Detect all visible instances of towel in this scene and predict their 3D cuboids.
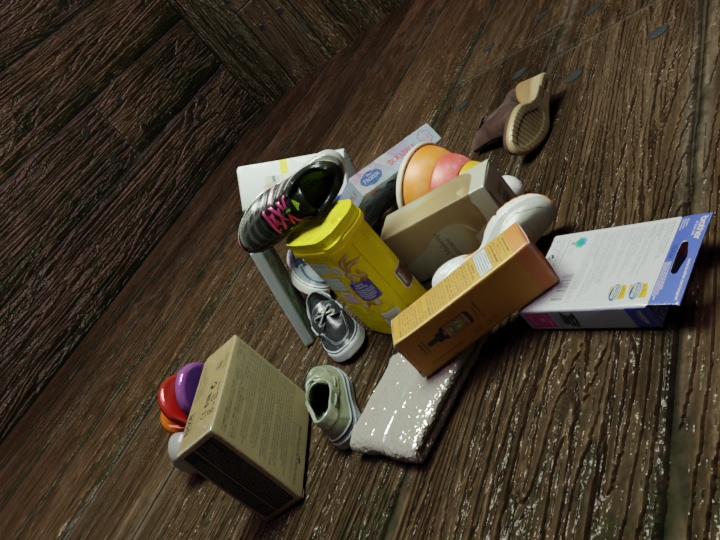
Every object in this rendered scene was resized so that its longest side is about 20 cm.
[{"bbox_3d":[0.073,0.144,0.831,0.132,0.034,0.201,-12,40,54],"label":"towel"}]

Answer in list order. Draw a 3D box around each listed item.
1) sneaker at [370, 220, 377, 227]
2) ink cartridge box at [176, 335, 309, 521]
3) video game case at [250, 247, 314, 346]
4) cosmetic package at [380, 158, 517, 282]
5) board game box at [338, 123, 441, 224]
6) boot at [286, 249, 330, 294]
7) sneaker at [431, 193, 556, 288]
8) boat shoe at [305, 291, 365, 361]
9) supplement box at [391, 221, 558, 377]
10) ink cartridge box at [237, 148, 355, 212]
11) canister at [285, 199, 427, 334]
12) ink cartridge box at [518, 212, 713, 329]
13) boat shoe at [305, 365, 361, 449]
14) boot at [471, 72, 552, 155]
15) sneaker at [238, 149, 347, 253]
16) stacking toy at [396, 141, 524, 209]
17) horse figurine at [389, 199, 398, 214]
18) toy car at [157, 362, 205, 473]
[{"bbox_3d":[-0.039,-0.097,1.318,0.083,0.121,0.202,-18,35,47],"label":"sneaker"},{"bbox_3d":[-0.152,0.214,0.926,0.075,0.165,0.201,-37,23,19],"label":"ink cartridge box"},{"bbox_3d":[-0.146,0.016,1.210,0.022,0.202,0.182,-28,23,1],"label":"video game case"},{"bbox_3d":[0.134,-0.067,0.997,0.198,0.105,0.072,-29,27,37],"label":"cosmetic package"},{"bbox_3d":[0.033,-0.143,1.176,0.199,0.041,0.200,-39,-9,-30],"label":"board game box"},{"bbox_3d":[-0.099,-0.029,1.282,0.200,0.071,0.092,-129,49,-58],"label":"boot"},{"bbox_3d":[0.185,-0.009,0.868,0.200,0.075,0.092,-46,29,17],"label":"sneaker"},{"bbox_3d":[-0.050,0.083,1.098,0.072,0.068,0.200,-43,23,2],"label":"boat shoe"},{"bbox_3d":[0.129,0.036,0.787,0.199,0.067,0.069,-39,23,14],"label":"supplement box"},{"bbox_3d":[-0.110,-0.152,1.223,0.196,0.085,0.145,-8,-4,7],"label":"ink cartridge box"},{"bbox_3d":[0.000,0.000,0.983,0.087,0.200,0.148,-52,24,-20],"label":"canister"},{"bbox_3d":[0.274,0.005,0.716,0.199,0.042,0.120,-12,40,58],"label":"ink cartridge box"},{"bbox_3d":[-0.047,0.176,0.942,0.072,0.062,0.200,-45,21,-2],"label":"boat shoe"},{"bbox_3d":[0.254,-0.241,1.164,0.166,0.072,0.202,-34,23,54],"label":"boot"},{"bbox_3d":[-0.098,-0.095,0.952,0.199,0.074,0.088,-38,16,3],"label":"sneaker"},{"bbox_3d":[0.166,-0.127,1.050,0.198,0.147,0.147,11,57,44],"label":"stacking toy"},{"bbox_3d":[0.110,-0.146,1.195,0.200,0.050,0.133,-48,-3,-13],"label":"horse figurine"},{"bbox_3d":[-0.258,0.221,1.112,0.198,0.150,0.176,-29,27,33],"label":"toy car"}]
